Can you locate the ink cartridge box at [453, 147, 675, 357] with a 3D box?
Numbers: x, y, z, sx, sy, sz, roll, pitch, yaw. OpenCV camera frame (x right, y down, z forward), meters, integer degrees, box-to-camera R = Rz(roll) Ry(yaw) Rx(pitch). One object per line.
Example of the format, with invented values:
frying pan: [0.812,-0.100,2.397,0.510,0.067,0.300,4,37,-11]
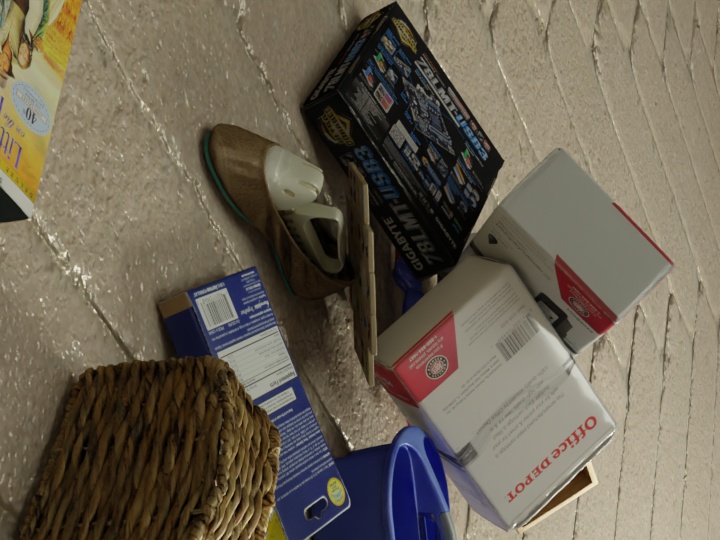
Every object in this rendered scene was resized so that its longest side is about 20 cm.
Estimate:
ink cartridge box: [0.176,-0.004,1.524,0.083,0.145,0.200,-43,175,-17]

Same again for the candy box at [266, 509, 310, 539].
candy box: [-0.073,0.223,1.308,0.103,0.026,0.201,-67,143,-46]

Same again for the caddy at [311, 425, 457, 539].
caddy: [0.034,0.235,1.453,0.141,0.104,0.202,-7,91,-66]

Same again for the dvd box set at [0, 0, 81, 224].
dvd box set: [-0.229,-0.151,1.034,0.146,0.029,0.201,53,37,-51]

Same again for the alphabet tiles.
alphabet tiles: [0.000,0.000,1.437,0.200,0.006,0.168,-115,-157,-78]

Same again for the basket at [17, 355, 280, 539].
basket: [-0.115,0.173,1.072,0.149,0.142,0.201,61,32,-41]

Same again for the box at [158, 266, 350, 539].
box: [-0.076,0.103,1.270,0.201,0.032,0.121,67,23,1]

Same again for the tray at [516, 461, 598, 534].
tray: [0.164,0.164,1.675,0.037,0.098,0.201,50,-12,47]

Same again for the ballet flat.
ballet flat: [-0.053,-0.048,1.368,0.200,0.072,0.068,62,33,-41]

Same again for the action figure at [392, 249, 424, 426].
action figure: [0.077,0.052,1.615,0.065,0.098,0.202,102,-10,-76]

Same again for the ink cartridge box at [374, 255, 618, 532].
ink cartridge box: [0.117,0.109,1.522,0.146,0.085,0.200,-41,110,-13]

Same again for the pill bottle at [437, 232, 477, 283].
pill bottle: [0.135,0.073,1.708,0.120,0.119,0.201,-44,136,-62]

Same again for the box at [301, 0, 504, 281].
box: [0.045,-0.124,1.586,0.200,0.049,0.199,54,31,-19]
